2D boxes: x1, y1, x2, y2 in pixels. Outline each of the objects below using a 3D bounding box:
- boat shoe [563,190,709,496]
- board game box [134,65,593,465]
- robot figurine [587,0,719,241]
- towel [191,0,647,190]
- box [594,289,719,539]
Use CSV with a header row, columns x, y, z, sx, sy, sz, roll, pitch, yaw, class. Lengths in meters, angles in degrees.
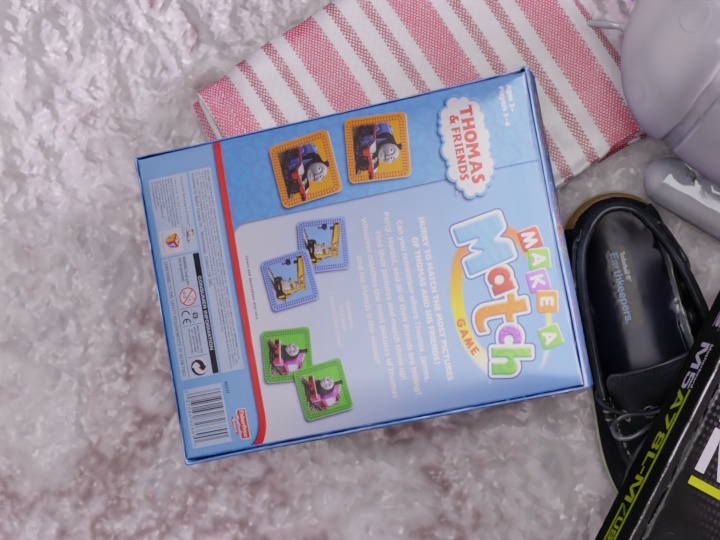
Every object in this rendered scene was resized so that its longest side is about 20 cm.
x,y,z,sx,sy,sz,roll,pitch,yaw,class
0.145,0.057,0.825,0.074,0.062,0.202,-17,83,3,boat shoe
0.000,0.000,0.827,0.198,0.037,0.153,-12,84,13,board game box
0.203,-0.082,0.800,0.199,0.113,0.170,36,116,1,robot figurine
0.031,-0.079,0.873,0.199,0.030,0.147,-33,81,0,towel
0.219,0.122,0.789,0.199,0.048,0.195,29,90,-10,box
